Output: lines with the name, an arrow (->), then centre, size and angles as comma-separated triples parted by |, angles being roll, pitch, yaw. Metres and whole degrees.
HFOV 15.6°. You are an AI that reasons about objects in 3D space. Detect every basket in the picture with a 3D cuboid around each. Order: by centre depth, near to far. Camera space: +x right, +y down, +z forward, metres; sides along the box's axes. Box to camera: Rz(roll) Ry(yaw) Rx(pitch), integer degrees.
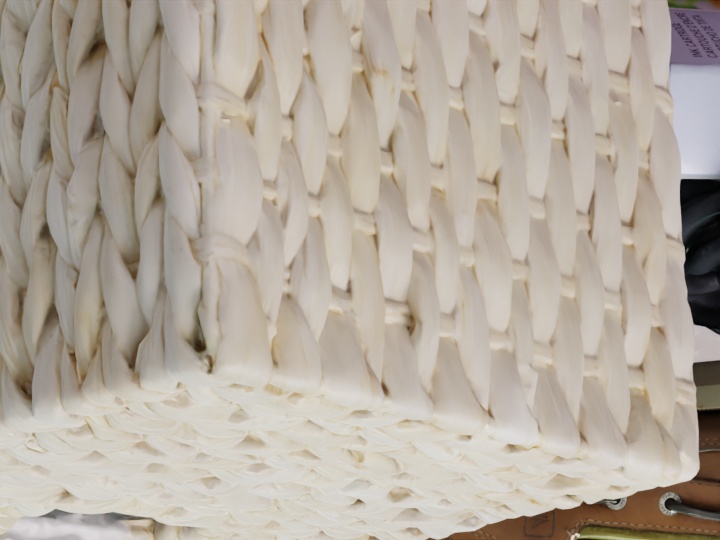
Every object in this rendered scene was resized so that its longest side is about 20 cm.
basket -> -0.034, -0.033, 0.649 | 0.160, 0.201, 0.198 | -13, 161, 38

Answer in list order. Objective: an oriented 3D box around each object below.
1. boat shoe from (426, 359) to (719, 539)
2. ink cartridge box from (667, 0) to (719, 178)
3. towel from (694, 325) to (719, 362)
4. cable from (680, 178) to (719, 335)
boat shoe -> 0.053, 0.075, 0.814 | 0.199, 0.068, 0.072 | -10, 156, 16
ink cartridge box -> 0.119, -0.060, 0.787 | 0.199, 0.042, 0.119 | -1, -160, -6
towel -> 0.166, 0.054, 1.048 | 0.190, 0.032, 0.200 | -10, 142, 5
cable -> 0.169, 0.005, 0.762 | 0.163, 0.051, 0.200 | 19, 175, -20
